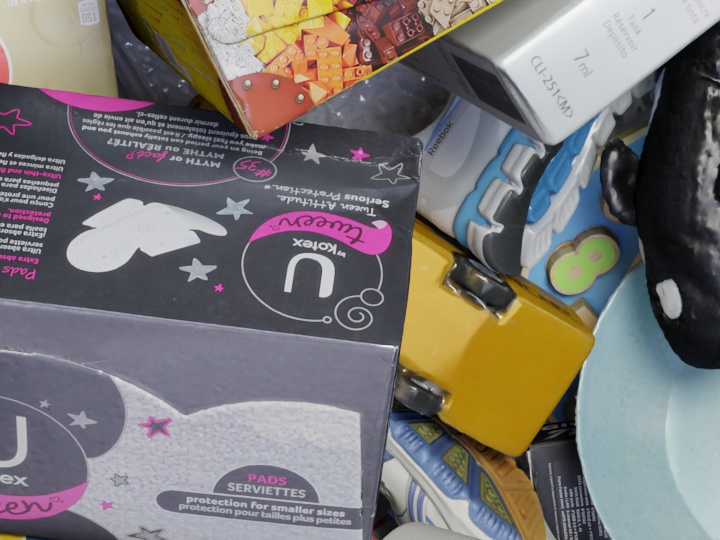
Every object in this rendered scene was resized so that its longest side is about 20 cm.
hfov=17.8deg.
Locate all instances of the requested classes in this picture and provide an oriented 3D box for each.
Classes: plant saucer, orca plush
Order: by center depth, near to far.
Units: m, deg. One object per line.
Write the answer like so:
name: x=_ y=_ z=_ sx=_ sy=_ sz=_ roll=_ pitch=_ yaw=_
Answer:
orca plush: x=0.165 y=-0.058 z=0.926 sx=0.105 sy=0.071 sz=0.201 roll=24 pitch=89 yaw=-9
plant saucer: x=0.191 y=0.066 z=0.969 sx=0.200 sy=0.039 sz=0.202 roll=-2 pitch=72 yaw=6

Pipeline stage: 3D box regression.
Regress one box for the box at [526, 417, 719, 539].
box: x=0.183 y=0.158 z=1.024 sx=0.197 sy=0.050 sz=0.201 roll=-8 pitch=96 yaw=4

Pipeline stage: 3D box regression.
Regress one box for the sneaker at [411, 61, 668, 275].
sneaker: x=0.079 y=-0.097 z=0.972 sx=0.200 sy=0.086 sz=0.075 roll=-52 pitch=149 yaw=-20

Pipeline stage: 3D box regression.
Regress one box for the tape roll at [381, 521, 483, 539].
tape roll: x=0.011 y=0.197 z=0.871 sx=0.037 sy=0.203 sz=0.204 roll=13 pitch=104 yaw=19

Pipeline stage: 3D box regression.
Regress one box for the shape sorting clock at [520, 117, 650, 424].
shape sorting clock: x=0.167 y=0.015 z=1.030 sx=0.199 sy=0.039 sz=0.201 roll=-4 pitch=115 yaw=-7

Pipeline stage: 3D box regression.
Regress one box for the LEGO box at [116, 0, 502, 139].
LEGO box: x=-0.017 y=-0.137 z=0.856 sx=0.148 sy=0.200 sz=0.077 roll=-31 pitch=113 yaw=-8

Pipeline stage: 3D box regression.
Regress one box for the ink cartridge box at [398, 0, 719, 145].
ink cartridge box: x=0.097 y=-0.132 z=0.894 sx=0.173 sy=0.200 sz=0.044 roll=-38 pitch=112 yaw=-5

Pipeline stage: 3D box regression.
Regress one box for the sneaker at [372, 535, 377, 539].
sneaker: x=-0.013 y=0.164 z=0.995 sx=0.070 sy=0.098 sz=0.201 roll=-22 pitch=134 yaw=-13

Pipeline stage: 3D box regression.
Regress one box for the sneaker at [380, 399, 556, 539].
sneaker: x=0.048 y=0.135 z=0.978 sx=0.200 sy=0.075 sz=0.088 roll=47 pitch=111 yaw=9

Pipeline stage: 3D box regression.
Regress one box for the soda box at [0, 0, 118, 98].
soda box: x=-0.198 y=-0.075 z=0.890 sx=0.199 sy=0.064 sz=0.068 roll=-11 pitch=109 yaw=-15

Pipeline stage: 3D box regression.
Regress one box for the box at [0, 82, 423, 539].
box: x=-0.085 y=0.023 z=0.843 sx=0.199 sy=0.115 sz=0.133 roll=8 pitch=134 yaw=1

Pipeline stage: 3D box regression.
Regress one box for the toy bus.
toy bus: x=0.000 y=0.000 z=0.957 sx=0.199 sy=0.078 sz=0.065 roll=31 pitch=100 yaw=-15

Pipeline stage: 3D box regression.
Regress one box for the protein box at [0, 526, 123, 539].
protein box: x=-0.115 y=0.186 z=0.910 sx=0.134 sy=0.199 sz=0.201 roll=-1 pitch=111 yaw=-18

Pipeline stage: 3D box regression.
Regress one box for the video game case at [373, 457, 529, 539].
video game case: x=0.027 y=0.150 z=1.052 sx=0.143 sy=0.018 sz=0.201 roll=-34 pitch=112 yaw=-7
